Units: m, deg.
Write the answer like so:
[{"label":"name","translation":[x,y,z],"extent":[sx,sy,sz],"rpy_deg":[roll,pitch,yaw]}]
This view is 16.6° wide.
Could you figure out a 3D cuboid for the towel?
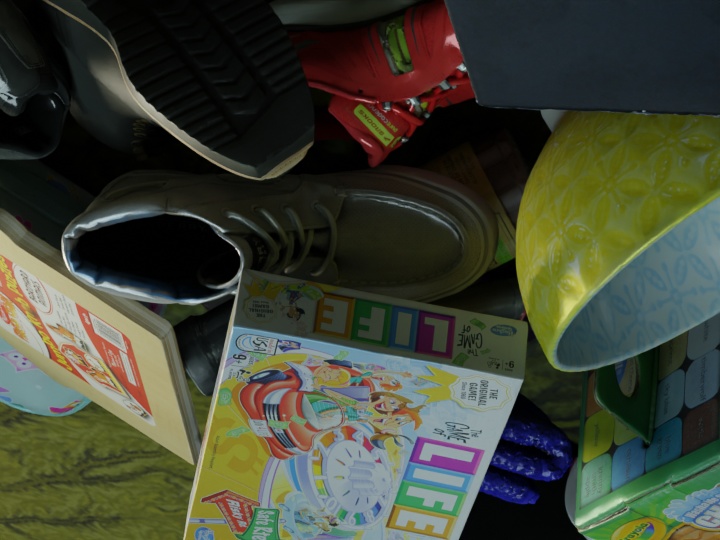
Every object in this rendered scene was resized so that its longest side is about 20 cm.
[{"label":"towel","translation":[0.020,0.073,1.318],"extent":[0.148,0.050,0.200],"rpy_deg":[13,-175,-13]}]

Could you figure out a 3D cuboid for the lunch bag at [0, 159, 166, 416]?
[{"label":"lunch bag","translation":[-0.213,-0.005,1.396],"extent":[0.200,0.077,0.160],"rpy_deg":[31,143,-19]}]

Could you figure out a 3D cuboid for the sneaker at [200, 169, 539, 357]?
[{"label":"sneaker","translation":[0.011,-0.007,1.307],"extent":[0.200,0.080,0.089],"rpy_deg":[14,112,-14]}]

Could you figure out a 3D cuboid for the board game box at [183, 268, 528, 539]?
[{"label":"board game box","translation":[-0.007,0.081,1.182],"extent":[0.134,0.034,0.200],"rpy_deg":[10,143,-4]}]

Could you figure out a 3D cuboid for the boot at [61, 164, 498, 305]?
[{"label":"boot","translation":[-0.039,-0.008,1.158],"extent":[0.200,0.096,0.074],"rpy_deg":[1,104,11]}]

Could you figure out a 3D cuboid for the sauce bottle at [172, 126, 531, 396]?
[{"label":"sauce bottle","translation":[0.000,0.000,1.241],"extent":[0.200,0.065,0.065],"rpy_deg":[-29,133,6]}]

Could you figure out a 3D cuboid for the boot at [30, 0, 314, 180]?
[{"label":"boot","translation":[-0.086,-0.082,1.185],"extent":[0.200,0.077,0.138],"rpy_deg":[48,159,32]}]

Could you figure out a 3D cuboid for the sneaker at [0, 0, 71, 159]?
[{"label":"sneaker","translation":[-0.188,-0.086,1.228],"extent":[0.091,0.066,0.200],"rpy_deg":[51,163,2]}]

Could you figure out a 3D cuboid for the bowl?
[{"label":"bowl","translation":[0.144,-0.052,1.134],"extent":[0.108,0.200,0.200],"rpy_deg":[58,149,18]}]

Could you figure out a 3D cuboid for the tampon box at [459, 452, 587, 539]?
[{"label":"tampon box","translation":[0.026,0.161,1.462],"extent":[0.200,0.150,0.126],"rpy_deg":[26,146,-13]}]

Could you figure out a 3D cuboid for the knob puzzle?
[{"label":"knob puzzle","translation":[-0.165,0.009,1.280],"extent":[0.220,0.030,0.220],"rpy_deg":[32,161,13]}]

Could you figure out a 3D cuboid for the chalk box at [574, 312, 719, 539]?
[{"label":"chalk box","translation":[0.193,0.083,1.286],"extent":[0.200,0.125,0.124],"rpy_deg":[26,144,-24]}]

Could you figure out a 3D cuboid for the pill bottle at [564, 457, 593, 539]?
[{"label":"pill bottle","translation":[0.205,0.172,1.434],"extent":[0.113,0.113,0.200],"rpy_deg":[-14,135,36]}]

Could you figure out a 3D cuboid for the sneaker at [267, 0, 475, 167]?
[{"label":"sneaker","translation":[0.026,-0.089,1.172],"extent":[0.200,0.085,0.077],"rpy_deg":[-8,139,32]}]

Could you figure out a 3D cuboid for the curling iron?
[{"label":"curling iron","translation":[0.079,0.017,1.245],"extent":[0.200,0.026,0.050],"rpy_deg":[-12,163,-36]}]

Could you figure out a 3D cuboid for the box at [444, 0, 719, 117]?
[{"label":"box","translation":[0.100,-0.194,0.897],"extent":[0.124,0.197,0.200],"rpy_deg":[2,142,20]}]
